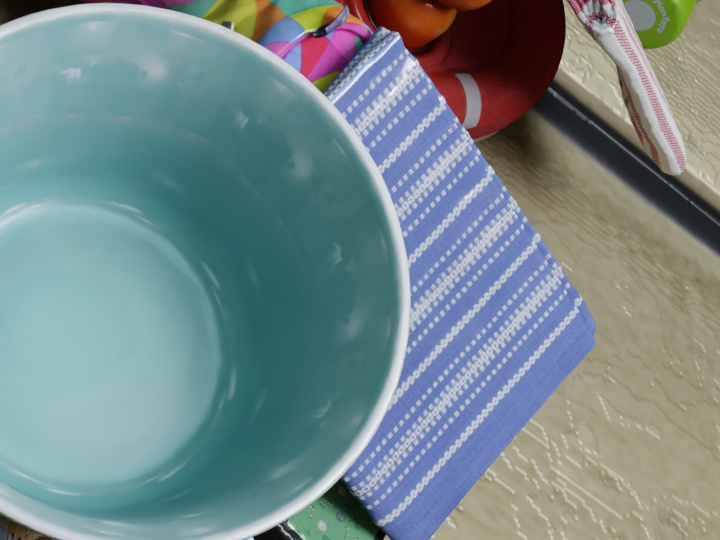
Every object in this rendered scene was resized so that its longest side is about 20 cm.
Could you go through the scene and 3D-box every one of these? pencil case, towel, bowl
[{"bbox_3d":[-0.077,-0.126,1.003,0.088,0.089,0.200,-11,44,-43],"label":"pencil case"},{"bbox_3d":[0.016,0.012,0.983,0.145,0.024,0.200,-48,123,-18],"label":"towel"},{"bbox_3d":[0.111,-0.155,1.157,0.146,0.030,0.201,49,18,-54],"label":"towel"},{"bbox_3d":[-0.092,0.016,0.820,0.199,0.105,0.202,8,69,-19],"label":"bowl"}]

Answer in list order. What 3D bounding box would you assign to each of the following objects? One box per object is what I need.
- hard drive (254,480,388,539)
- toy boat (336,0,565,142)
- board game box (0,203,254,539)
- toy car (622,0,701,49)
[{"bbox_3d":[-0.055,0.040,1.019,0.200,0.038,0.140,43,47,-13],"label":"hard drive"},{"bbox_3d":[0.031,-0.137,1.121,0.199,0.130,0.131,-6,72,-43],"label":"toy boat"},{"bbox_3d":[-0.140,0.058,0.865,0.134,0.034,0.201,-24,82,-26],"label":"board game box"},{"bbox_3d":[0.207,-0.254,1.288,0.158,0.200,0.165,43,46,-15],"label":"toy car"}]
